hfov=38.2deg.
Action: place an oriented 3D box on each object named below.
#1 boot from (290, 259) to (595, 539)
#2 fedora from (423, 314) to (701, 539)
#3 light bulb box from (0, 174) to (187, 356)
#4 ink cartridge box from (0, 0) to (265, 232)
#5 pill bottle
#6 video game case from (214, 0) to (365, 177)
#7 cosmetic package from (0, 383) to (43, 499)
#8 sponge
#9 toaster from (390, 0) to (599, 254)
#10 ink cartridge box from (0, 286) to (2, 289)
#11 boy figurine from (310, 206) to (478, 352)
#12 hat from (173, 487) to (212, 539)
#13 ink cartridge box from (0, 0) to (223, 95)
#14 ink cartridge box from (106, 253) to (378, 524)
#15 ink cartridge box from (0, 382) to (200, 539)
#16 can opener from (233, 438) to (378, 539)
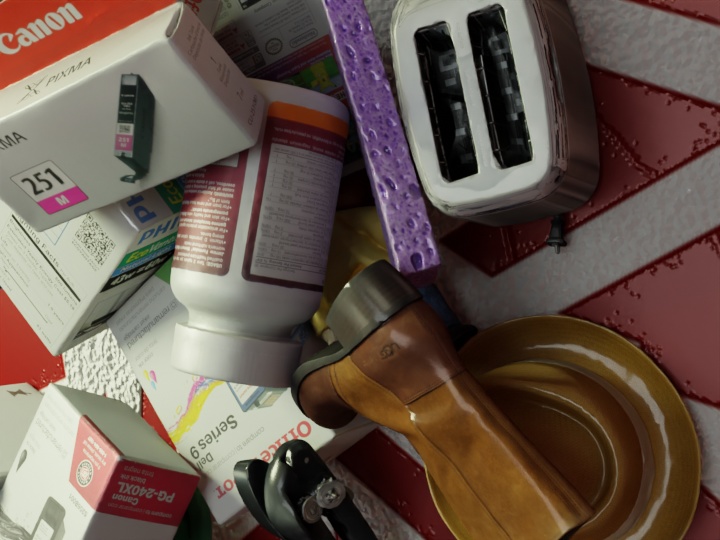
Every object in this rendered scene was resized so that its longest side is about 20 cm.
[{"bbox_3d":[0.048,0.114,0.668,0.200,0.068,0.189,50,142,16],"label":"boot"},{"bbox_3d":[0.124,0.120,0.694,0.198,0.082,0.203,-5,76,22],"label":"fedora"},{"bbox_3d":[-0.231,-0.074,0.853,0.199,0.125,0.200,51,133,5],"label":"light bulb box"},{"bbox_3d":[-0.187,-0.119,0.650,0.198,0.174,0.044,-17,45,27],"label":"ink cartridge box"},{"bbox_3d":[-0.074,-0.025,0.733,0.109,0.109,0.202,9,89,31],"label":"pill bottle"},{"bbox_3d":[-0.088,-0.143,0.834,0.199,0.023,0.184,-20,103,31],"label":"video game case"},{"bbox_3d":[-0.353,0.233,0.966,0.164,0.164,0.202,25,106,36],"label":"cosmetic package"},{"bbox_3d":[0.013,-0.089,0.707,0.030,0.112,0.202,-16,84,0],"label":"sponge"},{"bbox_3d":[0.090,-0.107,0.688,0.113,0.129,0.202,-11,88,22],"label":"toaster"},{"bbox_3d":[-0.356,-0.083,0.994,0.037,0.094,0.203,7,97,31],"label":"ink cartridge box"},{"bbox_3d":[0.000,0.000,0.796,0.200,0.064,0.125,46,106,16],"label":"boy figurine"},{"bbox_3d":[-0.165,0.298,0.949,0.199,0.176,0.166,-36,46,10],"label":"hat"},{"bbox_3d":[-0.212,-0.175,0.733,0.084,0.199,0.147,-45,26,42],"label":"ink cartridge box"},{"bbox_3d":[-0.095,0.079,0.850,0.145,0.087,0.201,-39,76,28],"label":"ink cartridge box"},{"bbox_3d":[-0.231,0.216,0.836,0.145,0.083,0.202,27,92,48],"label":"ink cartridge box"},{"bbox_3d":[-0.014,0.207,0.787,0.201,0.063,0.078,53,156,-21],"label":"can opener"}]
